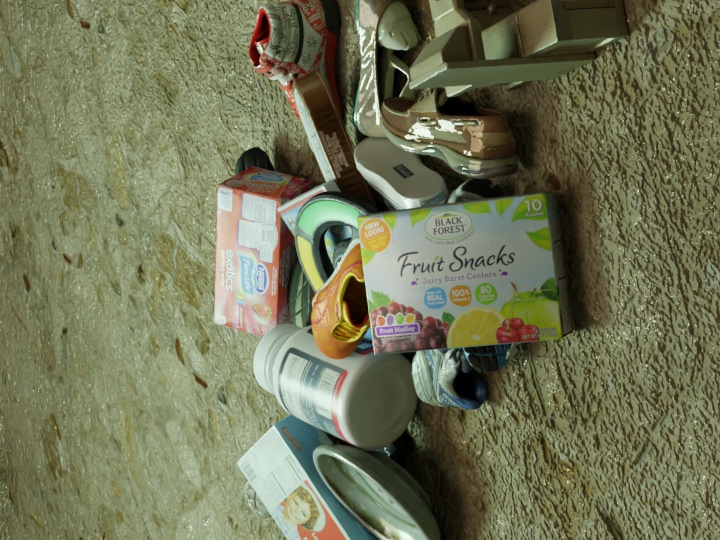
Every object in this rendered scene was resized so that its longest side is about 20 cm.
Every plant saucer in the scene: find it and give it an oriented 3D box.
[{"bbox_3d":[0.031,0.267,1.750,0.200,0.050,0.201,37,159,17],"label":"plant saucer"}]

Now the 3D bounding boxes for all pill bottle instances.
[{"bbox_3d":[-0.036,0.131,1.782,0.199,0.119,0.121,19,115,48],"label":"pill bottle"}]

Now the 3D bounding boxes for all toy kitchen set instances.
[{"bbox_3d":[0.111,-0.266,1.368,0.200,0.162,0.182,-17,83,62],"label":"toy kitchen set"}]

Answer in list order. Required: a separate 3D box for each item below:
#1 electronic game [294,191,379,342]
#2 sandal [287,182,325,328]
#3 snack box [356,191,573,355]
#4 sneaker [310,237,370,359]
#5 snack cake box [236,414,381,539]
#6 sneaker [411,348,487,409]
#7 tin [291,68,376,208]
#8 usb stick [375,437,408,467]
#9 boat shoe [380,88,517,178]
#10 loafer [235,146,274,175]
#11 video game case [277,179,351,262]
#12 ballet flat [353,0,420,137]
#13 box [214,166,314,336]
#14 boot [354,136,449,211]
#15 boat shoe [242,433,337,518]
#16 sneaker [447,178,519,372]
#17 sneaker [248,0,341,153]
[{"bbox_3d":[0.000,0.000,1.680,0.199,0.042,0.201,31,141,30],"label":"electronic game"},{"bbox_3d":[-0.049,-0.010,1.881,0.080,0.057,0.203,-156,76,-65],"label":"sandal"},{"bbox_3d":[0.103,0.003,1.464,0.198,0.053,0.144,-7,92,23],"label":"snack box"},{"bbox_3d":[-0.015,0.044,1.625,0.201,0.072,0.078,110,171,-51],"label":"sneaker"},{"bbox_3d":[-0.060,0.291,1.892,0.201,0.067,0.115,55,135,11],"label":"snack cake box"},{"bbox_3d":[0.095,0.067,1.579,0.085,0.077,0.201,20,139,44],"label":"sneaker"},{"bbox_3d":[-0.031,-0.139,1.753,0.112,0.042,0.201,-143,30,-86],"label":"tin"},{"bbox_3d":[0.005,0.169,1.844,0.201,0.032,0.056,60,147,36],"label":"usb stick"},{"bbox_3d":[0.092,-0.155,1.522,0.199,0.075,0.072,27,125,47],"label":"boat shoe"},{"bbox_3d":[-0.135,-0.070,2.026,0.070,0.067,0.202,-75,-18,-68],"label":"loafer"},{"bbox_3d":[-0.014,-0.006,1.761,0.201,0.017,0.143,58,154,-7],"label":"video game case"},{"bbox_3d":[0.034,-0.242,1.649,0.067,0.068,0.202,24,126,37],"label":"ballet flat"},{"bbox_3d":[-0.127,-0.024,1.941,0.099,0.095,0.202,14,115,24],"label":"box"},{"bbox_3d":[0.050,-0.081,1.649,0.200,0.072,0.091,-122,13,-59],"label":"boot"},{"bbox_3d":[-0.086,0.252,1.997,0.076,0.072,0.200,50,122,13],"label":"boat shoe"},{"bbox_3d":[0.124,0.005,1.542,0.087,0.074,0.202,-174,80,-75],"label":"sneaker"},{"bbox_3d":[-0.083,-0.234,1.816,0.067,0.107,0.203,28,122,58],"label":"sneaker"}]
